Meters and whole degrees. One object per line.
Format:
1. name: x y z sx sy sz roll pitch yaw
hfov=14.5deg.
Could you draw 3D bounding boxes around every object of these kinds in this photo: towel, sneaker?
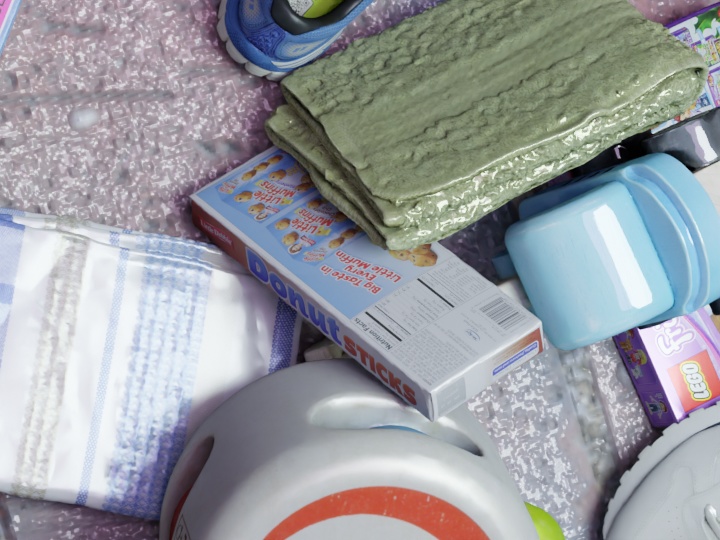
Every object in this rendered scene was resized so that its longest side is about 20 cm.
1. towel: 0.063 -0.088 1.452 0.200 0.148 0.037 -28 134 -12
2. towel: -0.128 0.049 1.446 0.200 0.024 0.147 10 82 -17
3. sneaker: 0.009 -0.186 1.478 0.079 0.089 0.200 38 72 -13
4. sneaker: 0.219 0.111 1.505 0.200 0.081 0.076 -35 125 4

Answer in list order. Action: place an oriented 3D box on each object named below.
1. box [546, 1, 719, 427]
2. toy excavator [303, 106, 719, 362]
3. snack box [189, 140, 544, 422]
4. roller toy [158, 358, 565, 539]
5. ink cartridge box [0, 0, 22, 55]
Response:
1. box: 0.184 -0.032 1.551 0.137 0.039 0.200 -25 94 -18
2. toy excavator: 0.090 0.006 1.451 0.200 0.194 0.100 -25 94 -32
3. snack box: 0.000 0.000 1.417 0.072 0.200 0.024 -32 138 -23
4. roller toy: -0.007 0.148 1.391 0.200 0.140 0.183 -32 111 2
5. ink cartridge box: -0.263 -0.168 1.392 0.200 0.076 0.137 23 78 -14
